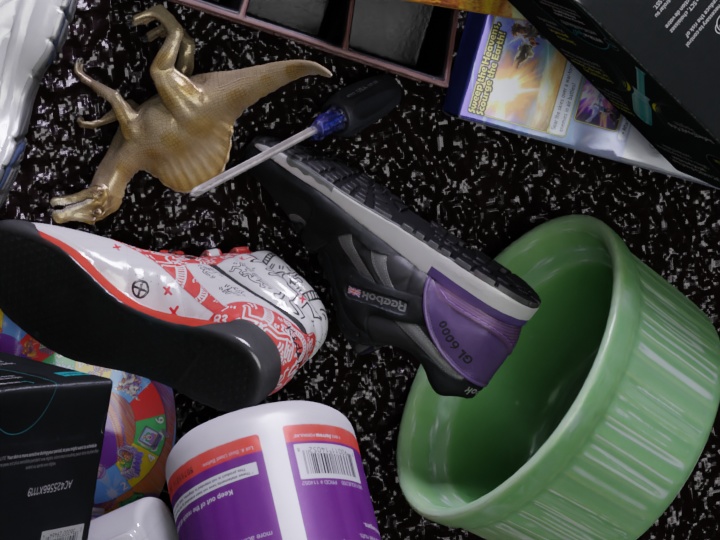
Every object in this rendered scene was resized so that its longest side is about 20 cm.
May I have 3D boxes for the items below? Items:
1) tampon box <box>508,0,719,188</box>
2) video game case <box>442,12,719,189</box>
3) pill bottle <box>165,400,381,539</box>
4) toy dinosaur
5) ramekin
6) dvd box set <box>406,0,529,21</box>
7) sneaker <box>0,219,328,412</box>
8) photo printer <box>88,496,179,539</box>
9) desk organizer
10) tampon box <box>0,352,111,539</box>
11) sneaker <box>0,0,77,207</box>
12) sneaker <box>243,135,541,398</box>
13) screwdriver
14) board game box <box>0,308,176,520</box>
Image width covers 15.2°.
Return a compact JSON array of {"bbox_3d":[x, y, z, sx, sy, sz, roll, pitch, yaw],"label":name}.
[{"bbox_3d":[0.188,-0.147,1.500,0.200,0.150,0.126,41,87,-26],"label":"tampon box"},{"bbox_3d":[0.162,-0.167,1.625,0.181,0.045,0.201,14,96,-16],"label":"video game case"},{"bbox_3d":[-0.038,0.182,1.512,0.112,0.113,0.201,-9,67,-11],"label":"pill bottle"},{"bbox_3d":[-0.100,-0.099,1.550,0.200,0.058,0.101,-30,81,24],"label":"toy dinosaur"},{"bbox_3d":[0.120,0.077,1.583,0.098,0.200,0.200,32,91,-24],"label":"ramekin"},{"bbox_3d":[0.086,-0.216,1.543,0.199,0.029,0.147,8,99,-24],"label":"dvd box set"},{"bbox_3d":[-0.117,0.014,1.583,0.201,0.108,0.067,23,118,19],"label":"sneaker"},{"bbox_3d":[-0.169,0.240,1.572,0.199,0.069,0.167,-24,98,21],"label":"photo printer"},{"bbox_3d":[-0.037,-0.168,1.563,0.199,0.077,0.072,17,95,-15],"label":"desk organizer"},{"bbox_3d":[-0.263,0.102,1.469,0.199,0.150,0.127,12,96,23],"label":"tampon box"},{"bbox_3d":[-0.227,-0.097,1.545,0.087,0.075,0.201,19,88,-3],"label":"sneaker"},{"bbox_3d":[0.000,0.000,1.570,0.200,0.076,0.088,35,102,18],"label":"sneaker"},{"bbox_3d":[-0.034,-0.072,1.543,0.029,0.200,0.028,49,130,2],"label":"screwdriver"},{"bbox_3d":[-0.204,0.095,1.588,0.199,0.039,0.159,5,98,-14],"label":"board game box"}]
